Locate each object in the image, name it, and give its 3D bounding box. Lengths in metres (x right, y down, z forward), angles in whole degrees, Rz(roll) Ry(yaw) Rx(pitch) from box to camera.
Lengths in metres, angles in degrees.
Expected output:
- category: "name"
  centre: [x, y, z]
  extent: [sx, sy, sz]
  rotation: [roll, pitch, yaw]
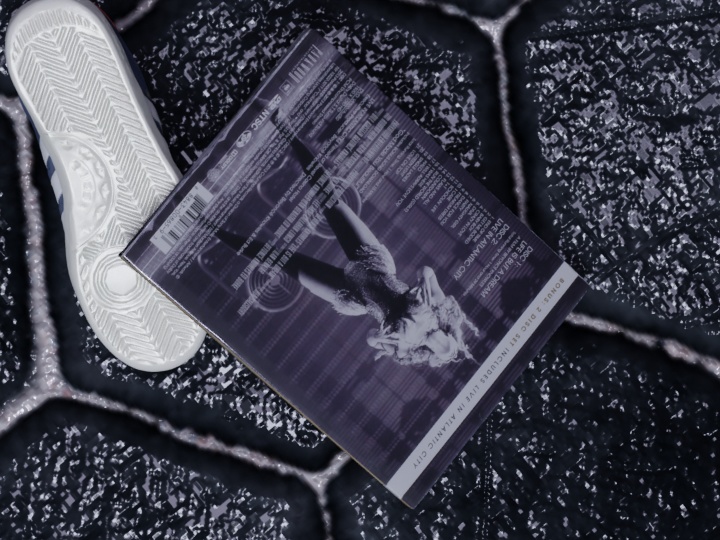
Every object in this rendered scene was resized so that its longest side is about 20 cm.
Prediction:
- category: "dvd case"
  centre: [0.000, 0.000, 1.159]
  extent: [0.200, 0.016, 0.149]
  rotation: [41, 82, -14]
- category: "sneaker"
  centre: [-0.124, -0.050, 1.175]
  extent: [0.074, 0.085, 0.201]
  rotation: [-15, 106, -1]
